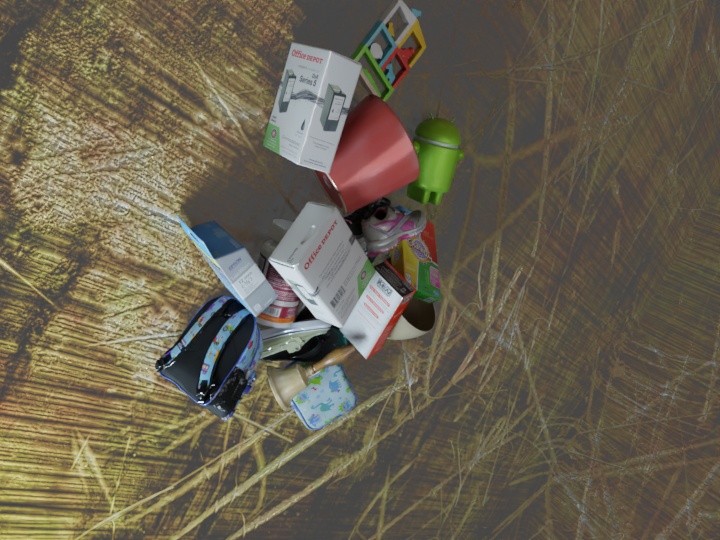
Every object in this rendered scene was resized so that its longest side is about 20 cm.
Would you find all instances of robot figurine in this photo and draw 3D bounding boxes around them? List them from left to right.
[{"bbox_3d":[0.170,-0.262,1.367,0.171,0.115,0.207,-1,113,-35],"label":"robot figurine"}]

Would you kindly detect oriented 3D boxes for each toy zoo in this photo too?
[{"bbox_3d":[0.068,-0.472,1.234,0.202,0.020,0.131,-53,136,-6],"label":"toy zoo"}]

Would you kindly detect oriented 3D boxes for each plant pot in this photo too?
[{"bbox_3d":[-0.001,-0.226,1.197,0.175,0.201,0.203,-34,132,-8],"label":"plant pot"},{"bbox_3d":[0.076,0.090,1.439,0.133,0.205,0.197,-35,145,30],"label":"plant pot"}]

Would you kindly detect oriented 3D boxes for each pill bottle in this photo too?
[{"bbox_3d":[-0.166,0.005,1.213,0.107,0.109,0.206,6,108,-42],"label":"pill bottle"}]

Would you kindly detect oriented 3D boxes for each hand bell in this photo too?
[{"bbox_3d":[-0.099,0.217,1.288,0.195,0.105,0.106,-26,130,-1],"label":"hand bell"}]

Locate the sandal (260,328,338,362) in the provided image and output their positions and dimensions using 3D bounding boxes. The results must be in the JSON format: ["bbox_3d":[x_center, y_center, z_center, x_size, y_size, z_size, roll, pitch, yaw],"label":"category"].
[{"bbox_3d":[-0.137,0.173,1.320,0.194,0.048,0.078,-6,80,-21],"label":"sandal"}]

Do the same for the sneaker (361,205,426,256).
[{"bbox_3d":[0.075,-0.107,1.296,0.198,0.080,0.091,-30,100,-45],"label":"sneaker"}]

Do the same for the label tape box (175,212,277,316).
[{"bbox_3d":[-0.252,-0.026,1.095,0.066,0.142,0.203,-39,133,-16],"label":"label tape box"}]

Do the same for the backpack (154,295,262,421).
[{"bbox_3d":[-0.279,0.165,1.159,0.203,0.179,0.135,-58,145,-17],"label":"backpack"}]

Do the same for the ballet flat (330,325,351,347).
[{"bbox_3d":[-0.043,0.128,1.420,0.068,0.067,0.205,-33,131,-34],"label":"ballet flat"}]

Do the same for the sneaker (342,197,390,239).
[{"bbox_3d":[-0.004,-0.128,1.320,0.196,0.070,0.103,-10,117,-45],"label":"sneaker"}]

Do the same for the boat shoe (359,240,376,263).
[{"bbox_3d":[0.000,0.000,1.339,0.196,0.094,0.075,-31,170,-4],"label":"boat shoe"}]

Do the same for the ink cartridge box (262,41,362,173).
[{"bbox_3d":[-0.093,-0.307,1.089,0.082,0.144,0.206,8,107,-41],"label":"ink cartridge box"}]

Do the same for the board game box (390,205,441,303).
[{"bbox_3d":[0.132,-0.037,1.423,0.151,0.040,0.207,20,60,-46],"label":"board game box"}]

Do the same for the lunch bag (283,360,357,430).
[{"bbox_3d":[-0.104,0.288,1.424,0.158,0.083,0.203,-31,131,-9],"label":"lunch bag"}]

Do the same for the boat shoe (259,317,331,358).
[{"bbox_3d":[-0.155,0.148,1.277,0.193,0.072,0.064,-13,89,1],"label":"boat shoe"}]

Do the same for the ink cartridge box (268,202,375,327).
[{"bbox_3d":[-0.070,-0.011,1.150,0.148,0.082,0.201,-57,138,-21],"label":"ink cartridge box"}]

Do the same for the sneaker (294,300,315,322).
[{"bbox_3d":[-0.117,0.053,1.316,0.071,0.086,0.203,-2,136,-25],"label":"sneaker"}]

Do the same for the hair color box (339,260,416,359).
[{"bbox_3d":[0.036,0.091,1.315,0.061,0.101,0.203,-23,150,-47],"label":"hair color box"}]
